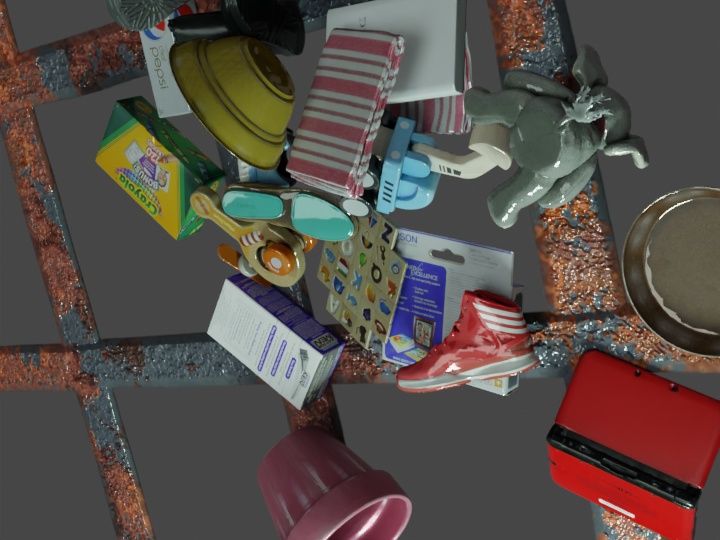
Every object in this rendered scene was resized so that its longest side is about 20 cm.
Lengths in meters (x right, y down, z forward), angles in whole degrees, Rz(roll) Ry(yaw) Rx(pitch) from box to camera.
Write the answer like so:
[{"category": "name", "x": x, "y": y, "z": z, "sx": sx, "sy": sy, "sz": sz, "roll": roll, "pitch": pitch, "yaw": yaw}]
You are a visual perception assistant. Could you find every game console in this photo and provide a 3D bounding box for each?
[{"category": "game console", "x": 0.347, "y": 0.222, "z": 1.439, "sx": 0.199, "sy": 0.119, "sz": 0.173, "roll": 23, "pitch": 150, "yaw": 29}]

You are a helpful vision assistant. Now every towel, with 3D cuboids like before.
[{"category": "towel", "x": 0.055, "y": -0.246, "z": 1.478, "sx": 0.198, "sy": 0.030, "sz": 0.148, "roll": 4, "pitch": 108, "yaw": 36}, {"category": "towel", "x": -0.019, "y": -0.198, "z": 1.413, "sx": 0.146, "sy": 0.030, "sz": 0.202, "roll": 23, "pitch": 96, "yaw": 51}]

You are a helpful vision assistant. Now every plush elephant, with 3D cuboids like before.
[{"category": "plush elephant", "x": 0.239, "y": -0.162, "z": 1.307, "sx": 0.199, "sy": 0.154, "sz": 0.166, "roll": -23, "pitch": 83, "yaw": 47}]

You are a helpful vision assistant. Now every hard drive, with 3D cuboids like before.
[{"category": "hard drive", "x": 0.040, "y": -0.276, "z": 1.437, "sx": 0.198, "sy": 0.026, "sz": 0.134, "roll": -2, "pitch": 83, "yaw": 36}]

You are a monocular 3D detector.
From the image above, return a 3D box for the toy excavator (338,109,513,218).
[{"category": "toy excavator", "x": 0.085, "y": -0.136, "z": 1.447, "sx": 0.198, "sy": 0.101, "sz": 0.195, "roll": 15, "pitch": 150, "yaw": 3}]

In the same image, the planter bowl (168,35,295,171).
[{"category": "planter bowl", "x": -0.141, "y": -0.231, "z": 1.439, "sx": 0.083, "sy": 0.200, "sz": 0.201, "roll": -36, "pitch": 83, "yaw": 20}]

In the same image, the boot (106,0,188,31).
[{"category": "boot", "x": -0.222, "y": -0.397, "z": 1.518, "sx": 0.163, "sy": 0.200, "sz": 0.066, "roll": -10, "pitch": 119, "yaw": 34}]

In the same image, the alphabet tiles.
[{"category": "alphabet tiles", "x": 0.000, "y": 0.000, "z": 1.587, "sx": 0.166, "sy": 0.006, "sz": 0.202, "roll": 42, "pitch": 132, "yaw": 37}]

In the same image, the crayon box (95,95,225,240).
[{"category": "crayon box", "x": -0.309, "y": -0.158, "z": 1.759, "sx": 0.200, "sy": 0.058, "sz": 0.119, "roll": 42, "pitch": 126, "yaw": 17}]

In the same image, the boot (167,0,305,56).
[{"category": "boot", "x": -0.181, "y": -0.327, "z": 1.522, "sx": 0.161, "sy": 0.198, "sz": 0.074, "roll": 2, "pitch": 82, "yaw": 24}]

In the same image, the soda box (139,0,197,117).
[{"category": "soda box", "x": -0.272, "y": -0.330, "z": 1.668, "sx": 0.068, "sy": 0.063, "sz": 0.202, "roll": -3, "pitch": 105, "yaw": 36}]

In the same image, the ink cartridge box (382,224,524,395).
[{"category": "ink cartridge box", "x": 0.121, "y": 0.046, "z": 1.525, "sx": 0.197, "sy": 0.043, "sz": 0.202, "roll": 15, "pitch": 115, "yaw": 32}]

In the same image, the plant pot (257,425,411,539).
[{"category": "plant pot", "x": -0.053, "y": 0.334, "z": 1.676, "sx": 0.179, "sy": 0.199, "sz": 0.201, "roll": 48, "pitch": 129, "yaw": 31}]

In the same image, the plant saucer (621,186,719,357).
[{"category": "plant saucer", "x": 0.398, "y": -0.001, "z": 1.311, "sx": 0.199, "sy": 0.034, "sz": 0.203, "roll": 13, "pitch": 113, "yaw": 33}]

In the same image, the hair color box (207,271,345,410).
[{"category": "hair color box", "x": -0.128, "y": 0.101, "z": 1.717, "sx": 0.199, "sy": 0.065, "sz": 0.110, "roll": 38, "pitch": 124, "yaw": 22}]

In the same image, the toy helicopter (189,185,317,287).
[{"category": "toy helicopter", "x": -0.167, "y": -0.048, "z": 1.668, "sx": 0.199, "sy": 0.079, "sz": 0.133, "roll": 37, "pitch": 138, "yaw": 4}]

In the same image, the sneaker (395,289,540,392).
[{"category": "sneaker", "x": 0.127, "y": 0.086, "z": 1.474, "sx": 0.198, "sy": 0.078, "sz": 0.117, "roll": -14, "pitch": 90, "yaw": 25}]

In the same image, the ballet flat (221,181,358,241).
[{"category": "ballet flat", "x": -0.094, "y": -0.089, "z": 1.598, "sx": 0.198, "sy": 0.072, "sz": 0.069, "roll": 9, "pitch": 113, "yaw": 9}]

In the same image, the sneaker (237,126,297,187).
[{"category": "sneaker", "x": -0.130, "y": -0.201, "z": 1.605, "sx": 0.089, "sy": 0.079, "sz": 0.202, "roll": 3, "pitch": 126, "yaw": 22}]
